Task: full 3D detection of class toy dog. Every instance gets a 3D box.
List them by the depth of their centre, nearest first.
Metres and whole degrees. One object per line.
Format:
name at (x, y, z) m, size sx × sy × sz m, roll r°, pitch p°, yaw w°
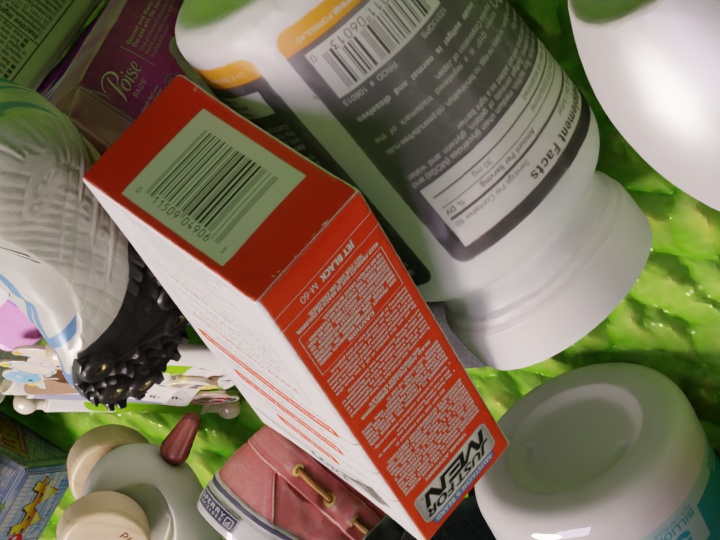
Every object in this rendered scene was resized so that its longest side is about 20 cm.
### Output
toy dog at (-0.074, 0.143, 1.298) m, size 0.096 × 0.132 × 0.200 m, roll -43°, pitch 136°, yaw 18°

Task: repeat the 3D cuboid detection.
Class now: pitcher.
pitcher at (0.158, -0.064, 0.908) m, size 0.200 × 0.122 × 0.171 m, roll 37°, pitch 160°, yaw -27°

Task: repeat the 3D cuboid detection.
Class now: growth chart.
growth chart at (-0.110, 0.053, 1.198) m, size 0.144 × 0.018 × 0.200 m, roll 1°, pitch 169°, yaw -15°

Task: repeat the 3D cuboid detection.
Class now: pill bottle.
pill bottle at (0.026, -0.061, 0.988) m, size 0.116 × 0.117 × 0.200 m, roll -16°, pitch 123°, yaw 45°
pill bottle at (0.140, 0.148, 1.159) m, size 0.110 × 0.111 × 0.201 m, roll -1°, pitch 134°, yaw 36°

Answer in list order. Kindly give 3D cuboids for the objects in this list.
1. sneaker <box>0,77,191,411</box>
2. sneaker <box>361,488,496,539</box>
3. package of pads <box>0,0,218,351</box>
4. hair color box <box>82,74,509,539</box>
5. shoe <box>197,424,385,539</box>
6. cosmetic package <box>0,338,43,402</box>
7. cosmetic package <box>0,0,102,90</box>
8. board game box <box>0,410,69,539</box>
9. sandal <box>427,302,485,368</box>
sneaker at (-0.126, -0.013, 1.000) m, size 0.072 × 0.072 × 0.200 m, roll 41°, pitch 166°, yaw 37°
sneaker at (0.085, 0.173, 1.231) m, size 0.060 × 0.104 × 0.200 m, roll -11°, pitch 127°, yaw 45°
package of pads at (-0.121, -0.054, 1.097) m, size 0.075 × 0.121 × 0.200 m, roll 33°, pitch 145°, yaw -13°
hair color box at (-0.022, 0.019, 0.988) m, size 0.111 × 0.064 × 0.200 m, roll 34°, pitch 164°, yaw 36°
shoe at (0.004, 0.120, 1.256) m, size 0.071 × 0.091 × 0.200 m, roll 42°, pitch -173°, yaw 39°
cosmetic package at (-0.249, -0.029, 1.250) m, size 0.112 × 0.081 × 0.201 m, roll 3°, pitch 136°, yaw 30°
cosmetic package at (-0.206, -0.080, 1.060) m, size 0.103 × 0.200 × 0.087 m, roll 39°, pitch 142°, yaw -8°
board game box at (-0.257, 0.105, 1.359) m, size 0.199 × 0.200 × 0.062 m, roll 28°, pitch 102°, yaw -14°
sandal at (0.000, 0.000, 1.102) m, size 0.199 × 0.043 × 0.076 m, roll 11°, pitch 144°, yaw -16°
